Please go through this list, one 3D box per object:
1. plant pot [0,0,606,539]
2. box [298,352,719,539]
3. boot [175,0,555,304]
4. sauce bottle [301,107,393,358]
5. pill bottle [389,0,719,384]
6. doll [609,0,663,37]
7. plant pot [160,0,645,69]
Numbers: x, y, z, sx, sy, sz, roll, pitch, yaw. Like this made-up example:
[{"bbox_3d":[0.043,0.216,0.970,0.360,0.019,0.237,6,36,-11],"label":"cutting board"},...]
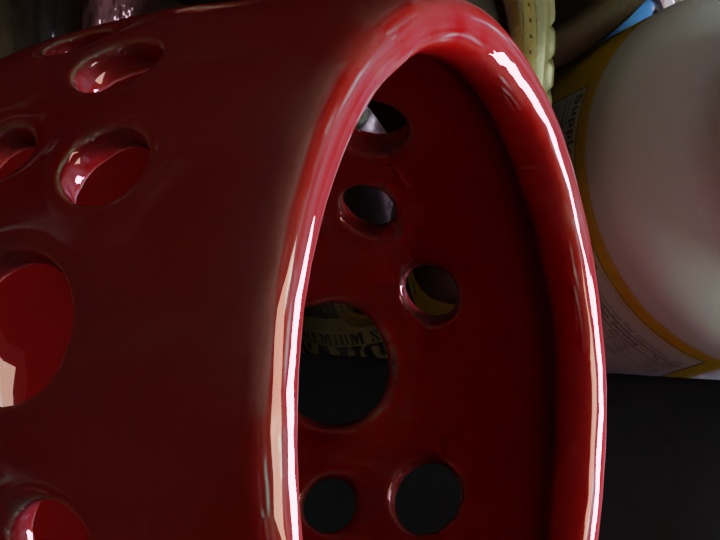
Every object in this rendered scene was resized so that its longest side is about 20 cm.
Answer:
[{"bbox_3d":[-0.056,0.037,0.711,0.200,0.182,0.201,-2,90,-68],"label":"plant pot"},{"bbox_3d":[0.046,0.133,0.915,0.124,0.200,0.197,-66,146,-36],"label":"box"},{"bbox_3d":[-0.031,-0.086,0.819,0.072,0.166,0.200,-107,-163,-86],"label":"boot"},{"bbox_3d":[0.000,0.000,1.000,0.066,0.066,0.200,-62,141,-49],"label":"sauce bottle"},{"bbox_3d":[0.098,-0.019,0.883,0.112,0.200,0.112,7,75,-26],"label":"pill bottle"},{"bbox_3d":[0.096,-0.052,1.135,0.136,0.048,0.200,52,45,-83],"label":"doll"},{"bbox_3d":[0.018,-0.165,0.924,0.175,0.200,0.200,-68,152,-75],"label":"plant pot"}]
